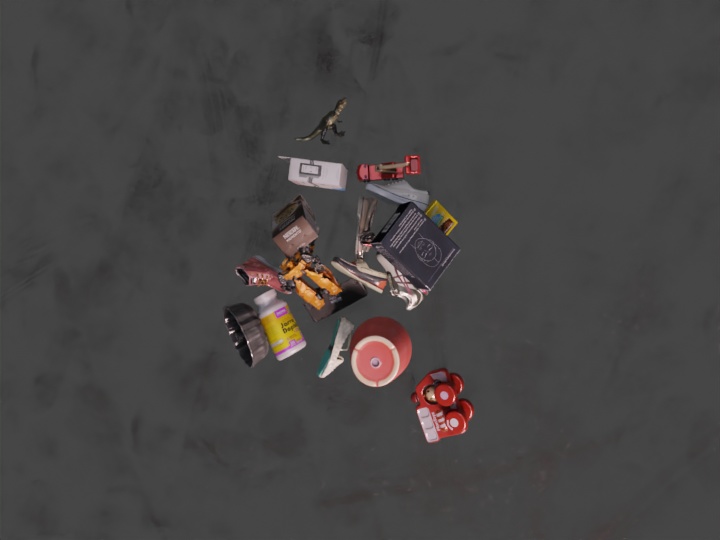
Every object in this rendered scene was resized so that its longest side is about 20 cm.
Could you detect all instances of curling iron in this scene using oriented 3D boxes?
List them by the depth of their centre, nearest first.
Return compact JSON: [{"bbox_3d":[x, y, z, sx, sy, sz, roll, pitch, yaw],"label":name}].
[{"bbox_3d":[0.085,-0.080,1.560,0.195,0.026,0.050,13,127,-18],"label":"curling iron"}]

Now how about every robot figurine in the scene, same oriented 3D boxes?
[{"bbox_3d":[-0.150,0.025,1.524,0.144,0.059,0.200,-38,128,11],"label":"robot figurine"}]

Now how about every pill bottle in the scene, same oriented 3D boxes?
[{"bbox_3d":[-0.253,0.164,1.613,0.102,0.104,0.204,-27,89,8],"label":"pill bottle"}]

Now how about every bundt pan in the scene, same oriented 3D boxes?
[{"bbox_3d":[-0.343,0.187,1.596,0.075,0.201,0.206,-25,89,-26],"label":"bundt pan"}]

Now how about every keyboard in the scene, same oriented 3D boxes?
[{"bbox_3d":[-0.082,0.073,1.630,0.196,0.040,0.106,-27,112,7],"label":"keyboard"}]

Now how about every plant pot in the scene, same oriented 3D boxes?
[{"bbox_3d":[0.052,0.248,1.541,0.194,0.177,0.207,0,94,7],"label":"plant pot"}]

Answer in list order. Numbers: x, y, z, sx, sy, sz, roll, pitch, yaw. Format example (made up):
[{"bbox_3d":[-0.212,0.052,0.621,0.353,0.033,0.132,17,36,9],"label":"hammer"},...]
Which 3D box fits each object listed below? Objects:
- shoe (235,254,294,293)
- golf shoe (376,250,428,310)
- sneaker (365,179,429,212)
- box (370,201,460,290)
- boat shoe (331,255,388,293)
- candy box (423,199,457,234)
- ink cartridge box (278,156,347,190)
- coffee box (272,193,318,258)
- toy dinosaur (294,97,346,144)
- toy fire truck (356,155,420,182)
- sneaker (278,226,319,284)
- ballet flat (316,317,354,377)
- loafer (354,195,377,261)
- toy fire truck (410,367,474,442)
[{"bbox_3d":[-0.291,0.026,1.583,0.198,0.090,0.073,32,134,31],"label":"shoe"},{"bbox_3d":[0.112,0.025,1.554,0.200,0.077,0.088,44,79,-3],"label":"golf shoe"},{"bbox_3d":[0.113,-0.235,1.570,0.195,0.073,0.073,18,86,-3],"label":"sneaker"},{"bbox_3d":[0.153,-0.068,1.473,0.199,0.107,0.149,42,81,-12],"label":"box"},{"bbox_3d":[0.000,0.000,1.558,0.197,0.071,0.064,29,86,-28],"label":"boat shoe"},{"bbox_3d":[0.190,-0.100,1.559,0.102,0.026,0.201,39,94,-19],"label":"candy box"},{"bbox_3d":[-0.144,-0.291,1.572,0.194,0.116,0.070,9,93,8],"label":"ink cartridge box"},{"bbox_3d":[-0.194,-0.134,1.538,0.112,0.201,0.080,-34,116,7],"label":"coffee box"},{"bbox_3d":[-0.102,-0.432,1.596,0.199,0.047,0.089,-39,73,8],"label":"toy dinosaur"},{"bbox_3d":[0.079,-0.294,1.529,0.194,0.141,0.050,-3,92,7],"label":"toy fire truck"},{"bbox_3d":[-0.177,-0.047,1.612,0.077,0.078,0.202,36,106,3],"label":"sneaker"},{"bbox_3d":[-0.071,0.246,1.614,0.070,0.072,0.205,22,96,6],"label":"ballet flat"},{"bbox_3d":[0.016,-0.121,1.584,0.061,0.072,0.206,4,90,1],"label":"loafer"},{"bbox_3d":[0.235,0.403,1.567,0.165,0.112,0.205,-22,89,27],"label":"toy fire truck"}]
